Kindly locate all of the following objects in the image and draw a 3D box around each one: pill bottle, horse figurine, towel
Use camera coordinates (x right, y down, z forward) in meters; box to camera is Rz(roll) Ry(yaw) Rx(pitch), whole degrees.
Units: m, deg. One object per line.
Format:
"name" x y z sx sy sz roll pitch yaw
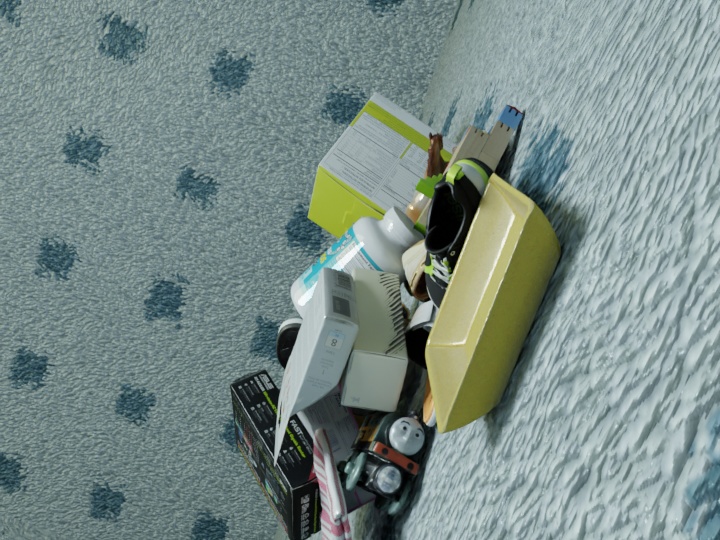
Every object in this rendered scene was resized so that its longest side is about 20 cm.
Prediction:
"pill bottle" 0.000 0.000 1.011 0.200 0.111 0.111 -42 11 15
"horse figurine" 0.106 -0.117 1.069 0.132 0.049 0.202 -35 -29 -64
"towel" -0.033 0.315 0.844 0.147 0.029 0.203 -118 21 -62

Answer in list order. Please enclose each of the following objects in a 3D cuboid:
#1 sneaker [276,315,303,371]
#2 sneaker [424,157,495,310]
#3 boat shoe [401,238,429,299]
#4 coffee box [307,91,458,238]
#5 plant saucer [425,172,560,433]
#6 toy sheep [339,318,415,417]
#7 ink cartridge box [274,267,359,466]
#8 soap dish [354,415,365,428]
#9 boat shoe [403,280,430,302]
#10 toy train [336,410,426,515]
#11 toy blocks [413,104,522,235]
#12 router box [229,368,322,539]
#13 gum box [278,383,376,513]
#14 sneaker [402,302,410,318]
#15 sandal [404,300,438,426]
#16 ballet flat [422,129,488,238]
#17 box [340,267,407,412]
"sneaker" -0.079 0.102 1.097 0.201 0.082 0.122 77 -170 -51
"sneaker" 0.091 -0.031 0.766 0.082 0.071 0.203 -30 -43 -40
"boat shoe" 0.113 -0.017 0.871 0.200 0.072 0.070 132 135 -63
"coffee box" 0.041 -0.156 1.282 0.199 0.198 0.200 -55 -5 -24
"plant saucer" 0.119 0.025 0.634 0.200 0.048 0.203 -86 15 -75
"toy sheep" 0.021 0.138 1.023 0.139 0.136 0.202 -76 12 -55
"ink cartridge box" -0.056 0.116 0.853 0.160 0.046 0.203 -103 30 -70
"soap dish" -0.023 0.252 1.172 0.202 0.080 0.159 -100 24 -48
"boat shoe" 0.085 -0.005 1.097 0.201 0.062 0.074 -75 -17 -65
"toy train" 0.027 0.226 0.852 0.115 0.084 0.200 -63 1 -17
"toy blocks" 0.142 -0.134 0.909 0.138 0.099 0.200 -60 -1 -21
"router box" -0.118 0.266 1.004 0.200 0.061 0.152 49 147 37
"gum box" -0.049 0.237 0.997 0.203 0.065 0.113 66 155 7
"sneaker" 0.052 0.108 1.180 0.079 0.078 0.203 97 166 -68
"sandal" 0.080 0.089 0.837 0.208 0.058 0.080 -75 5 -51
"ballet flat" 0.149 -0.108 1.024 0.066 0.056 0.203 16 -82 -66
"box" 0.015 0.080 0.872 0.201 0.067 0.083 -91 11 -61
